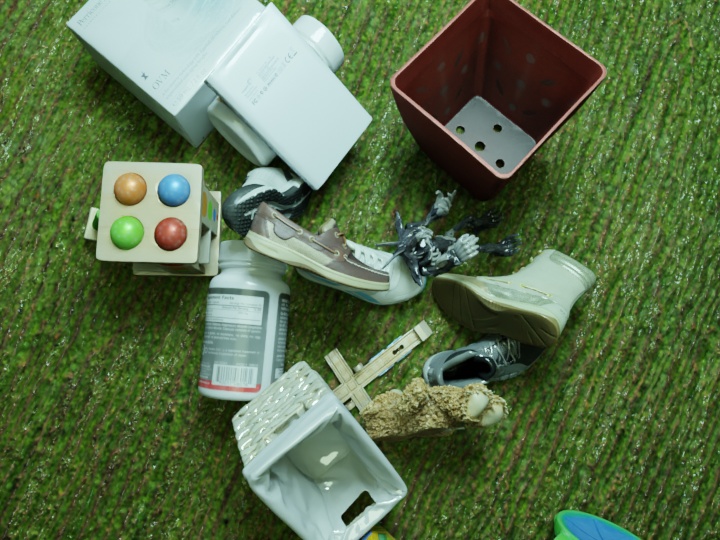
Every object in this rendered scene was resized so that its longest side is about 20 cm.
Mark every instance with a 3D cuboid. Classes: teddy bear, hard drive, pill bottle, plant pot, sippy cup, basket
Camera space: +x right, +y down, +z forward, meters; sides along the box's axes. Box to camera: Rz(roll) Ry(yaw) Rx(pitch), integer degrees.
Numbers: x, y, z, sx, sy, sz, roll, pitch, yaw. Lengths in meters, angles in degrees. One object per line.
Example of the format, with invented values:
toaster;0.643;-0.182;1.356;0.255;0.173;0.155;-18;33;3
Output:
teddy bear;0.096;0.183;0.722;0.143;0.199;0.068;18;57;-34
hard drive;-0.090;-0.227;0.722;0.200;0.025;0.133;43;80;-27
pill bottle;-0.117;-0.262;0.781;0.114;0.114;0.201;39;82;2
pill bottle;-0.155;0.069;0.736;0.111;0.114;0.205;5;82;-3
plant pot;0.176;-0.215;0.751;0.200;0.177;0.200;-44;74;-8
sippy cup;0.311;0.416;0.715;0.174;0.140;0.133;15;93;11
basket;-0.053;0.231;0.674;0.135;0.123;0.202;-37;124;-8

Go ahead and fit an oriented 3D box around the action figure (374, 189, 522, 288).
action figure;0.122;-0.050;0.751;0.196;0.103;0.121;-10;64;-24

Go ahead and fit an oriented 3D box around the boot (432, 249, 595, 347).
boot;0.218;0.023;0.778;0.197;0.073;0.154;18;42;38

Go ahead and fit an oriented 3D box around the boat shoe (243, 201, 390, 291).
boat shoe;-0.044;-0.030;0.682;0.196;0.072;0.073;20;90;-14

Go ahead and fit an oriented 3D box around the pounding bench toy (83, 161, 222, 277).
pounding bench toy;-0.300;-0.065;0.723;0.195;0.156;0.127;1;82;-3

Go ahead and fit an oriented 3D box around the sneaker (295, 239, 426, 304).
sneaker;0.000;0.000;0.771;0.195;0.081;0.078;11;80;-3

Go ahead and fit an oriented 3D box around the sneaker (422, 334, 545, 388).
sneaker;0.188;0.125;0.747;0.196;0.116;0.076;-22;84;-6

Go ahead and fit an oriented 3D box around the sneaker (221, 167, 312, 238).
sneaker;-0.138;-0.097;0.735;0.079;0.200;0.075;25;112;10

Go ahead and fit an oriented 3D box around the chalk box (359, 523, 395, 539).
chalk box;0.018;0.414;0.656;0.125;0.200;0.124;43;82;3

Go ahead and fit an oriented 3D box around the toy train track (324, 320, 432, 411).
toy train track;0.022;0.141;0.777;0.198;0.033;0.116;-36;86;-8

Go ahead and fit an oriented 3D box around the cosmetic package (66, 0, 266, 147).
cosmetic package;-0.262;-0.334;0.780;0.199;0.123;0.201;38;82;3
